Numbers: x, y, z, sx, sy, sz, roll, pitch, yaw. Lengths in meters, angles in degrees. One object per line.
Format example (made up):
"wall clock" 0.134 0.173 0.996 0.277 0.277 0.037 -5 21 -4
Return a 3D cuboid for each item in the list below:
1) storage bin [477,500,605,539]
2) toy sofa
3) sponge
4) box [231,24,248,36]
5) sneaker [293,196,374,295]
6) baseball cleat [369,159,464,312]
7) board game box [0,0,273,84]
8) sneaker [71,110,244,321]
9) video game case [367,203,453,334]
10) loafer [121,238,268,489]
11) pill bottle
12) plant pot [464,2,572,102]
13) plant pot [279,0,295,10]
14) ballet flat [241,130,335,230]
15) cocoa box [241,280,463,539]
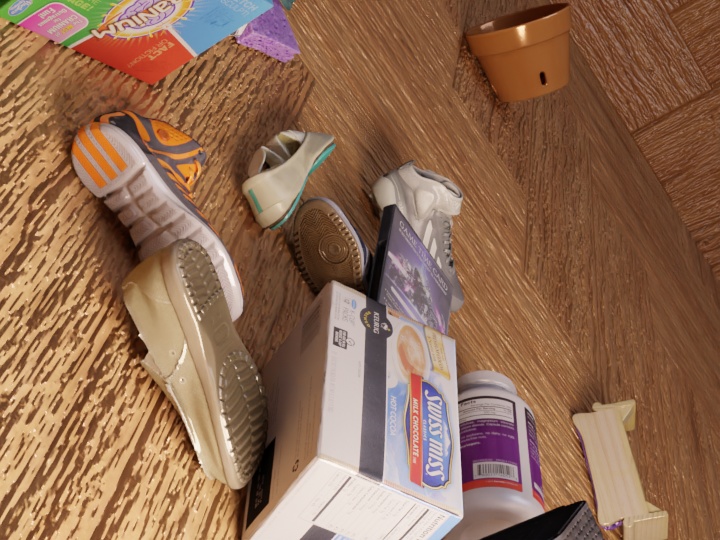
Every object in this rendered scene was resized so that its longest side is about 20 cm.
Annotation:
"storage bin" 0.116 0.286 1.011 0.094 0.199 0.135 65 24 5
"toy sofa" 0.373 0.295 1.708 0.083 0.097 0.201 72 7 -52
"sponge" -0.142 -0.345 1.382 0.111 0.030 0.201 2 63 -64
"box" -0.199 -0.325 1.138 0.157 0.050 0.201 -5 66 -36
"sneaker" 0.000 0.000 1.246 0.201 0.070 0.109 63 27 -16
"baseball cleat" 0.094 -0.041 1.442 0.200 0.106 0.070 55 19 -21
"board game box" -0.192 -0.240 1.009 0.200 0.152 0.041 17 51 -58
"sneaker" -0.148 -0.053 0.991 0.201 0.077 0.112 58 25 -10
"video game case" 0.050 0.049 1.220 0.143 0.019 0.201 53 33 -37
"loafer" -0.128 0.074 0.914 0.076 0.068 0.201 -36 113 -62
"pill bottle" 0.134 0.204 1.252 0.113 0.112 0.201 48 27 -30
"plant pot" 0.305 -0.400 2.188 0.200 0.199 0.141 -56 132 -64
"plant pot" -0.045 -0.450 1.422 0.201 0.195 0.200 63 7 -14
"ballet flat" -0.077 -0.111 1.226 0.070 0.069 0.200 55 24 -15
"cocoa box" -0.005 0.138 0.968 0.131 0.134 0.201 25 37 -18
